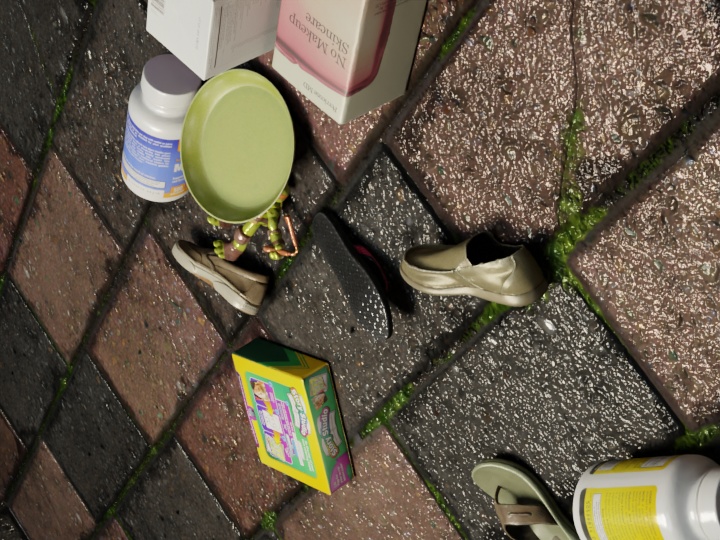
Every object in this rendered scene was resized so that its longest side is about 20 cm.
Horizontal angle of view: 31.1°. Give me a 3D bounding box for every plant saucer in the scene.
[{"bbox_3d":[-0.158,-0.164,1.719,0.198,0.031,0.203,1,91,35],"label":"plant saucer"}]

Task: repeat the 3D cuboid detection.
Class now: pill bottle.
[{"bbox_3d":[-0.276,-0.203,1.831,0.112,0.111,0.201,45,143,21],"label":"pill bottle"},{"bbox_3d":[0.330,0.254,1.380,0.199,0.111,0.112,-18,100,56],"label":"pill bottle"}]

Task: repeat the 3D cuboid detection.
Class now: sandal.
[{"bbox_3d":[0.000,0.000,1.692,0.201,0.045,0.075,60,143,27],"label":"sandal"},{"bbox_3d":[0.213,0.315,1.621,0.201,0.057,0.080,46,143,21],"label":"sandal"}]

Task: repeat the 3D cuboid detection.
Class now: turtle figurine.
[{"bbox_3d":[-0.146,-0.093,1.783,0.161,0.064,0.202,-32,75,41],"label":"turtle figurine"}]

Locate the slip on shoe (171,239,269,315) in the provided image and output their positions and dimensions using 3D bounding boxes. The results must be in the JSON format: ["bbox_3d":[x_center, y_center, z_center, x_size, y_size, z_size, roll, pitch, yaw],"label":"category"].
[{"bbox_3d":[-0.208,-0.006,1.937,0.199,0.076,0.061,36,100,43],"label":"slip on shoe"}]

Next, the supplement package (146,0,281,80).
[{"bbox_3d":[-0.132,-0.322,1.480,0.109,0.199,0.115,41,141,23],"label":"supplement package"}]

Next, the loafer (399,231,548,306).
[{"bbox_3d":[0.128,-0.011,1.489,0.198,0.076,0.068,8,121,38],"label":"loafer"}]

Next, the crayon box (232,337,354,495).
[{"bbox_3d":[-0.102,0.219,1.958,0.171,0.058,0.203,15,125,45],"label":"crayon box"}]

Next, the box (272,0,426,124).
[{"bbox_3d":[-0.010,-0.288,1.429,0.128,0.108,0.202,41,141,25],"label":"box"}]
